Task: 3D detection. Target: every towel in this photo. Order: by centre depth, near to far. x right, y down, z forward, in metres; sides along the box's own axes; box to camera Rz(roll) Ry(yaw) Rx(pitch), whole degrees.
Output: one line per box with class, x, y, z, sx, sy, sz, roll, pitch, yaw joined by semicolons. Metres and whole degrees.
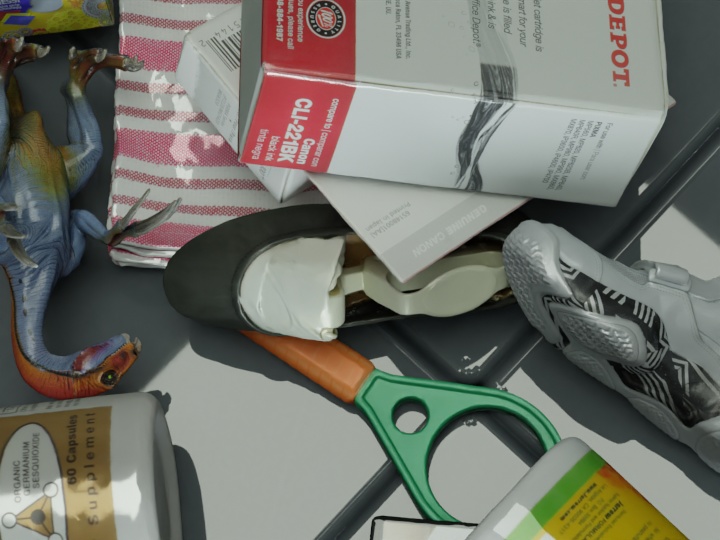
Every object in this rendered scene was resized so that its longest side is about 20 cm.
towel;-0.063;-0.098;1.342;0.145;0.030;0.202;0;73;3

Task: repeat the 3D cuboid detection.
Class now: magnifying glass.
magnifying glass;0.019;0.072;1.292;0.199;0.022;0.080;34;79;11

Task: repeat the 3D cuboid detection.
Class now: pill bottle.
pill bottle;0.135;0.184;1.171;0.200;0.111;0.111;43;80;9
pill bottle;-0.193;0.127;1.239;0.198;0.114;0.115;-6;73;2

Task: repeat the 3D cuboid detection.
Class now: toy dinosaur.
toy dinosaur;-0.158;-0.026;1.293;0.104;0.200;0.183;8;87;-24

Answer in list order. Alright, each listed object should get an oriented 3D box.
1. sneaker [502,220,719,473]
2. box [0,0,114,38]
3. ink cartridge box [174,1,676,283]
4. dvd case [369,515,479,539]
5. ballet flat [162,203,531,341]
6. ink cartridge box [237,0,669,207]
sneaker;0.170;0.016;1.255;0.200;0.075;0.115;38;74;-9
box;-0.242;-0.230;1.328;0.198;0.122;0.194;-6;61;2
ink cartridge box;0.034;-0.093;1.291;0.199;0.045;0.176;-32;71;-27
dvd case;0.067;0.227;1.233;0.141;0.018;0.202;4;79;5
ballet flat;0.000;0.000;1.267;0.198;0.068;0.068;-9;116;-8
ink cartridge box;0.043;-0.122;1.234;0.198;0.084;0.145;6;57;-9
